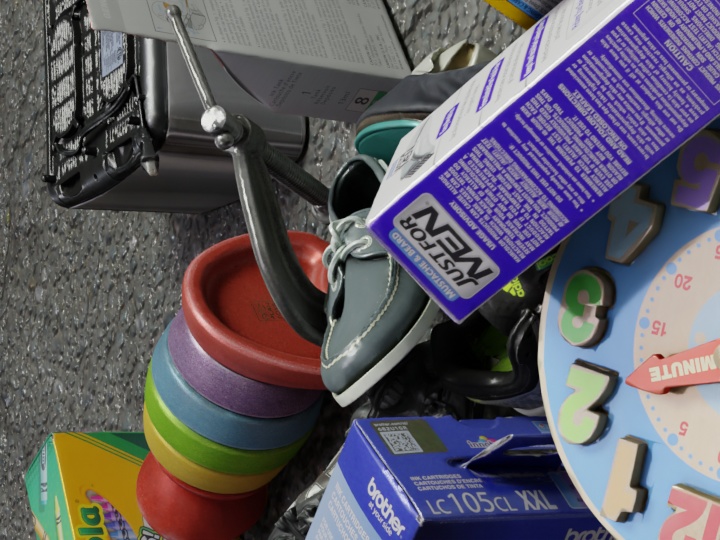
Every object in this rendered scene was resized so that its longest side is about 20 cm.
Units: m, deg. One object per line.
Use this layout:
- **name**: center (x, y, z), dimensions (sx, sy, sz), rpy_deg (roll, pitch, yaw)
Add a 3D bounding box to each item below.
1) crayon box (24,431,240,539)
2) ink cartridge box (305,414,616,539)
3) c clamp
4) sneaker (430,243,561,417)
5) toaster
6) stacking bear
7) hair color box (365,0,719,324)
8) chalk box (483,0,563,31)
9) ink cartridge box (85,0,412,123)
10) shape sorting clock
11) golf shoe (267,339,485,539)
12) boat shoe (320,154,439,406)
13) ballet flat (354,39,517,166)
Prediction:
- **crayon box**: center (-0.135, 0.201, 1.174), dimensions (0.058, 0.118, 0.201), rpy_deg (-53, 45, 42)
- **ink cartridge box**: center (0.044, 0.142, 0.864), dimensions (0.076, 0.136, 0.201), rpy_deg (52, 130, 46)
- **c clamp**: center (-0.032, -0.033, 0.986), dimensions (0.027, 0.200, 0.171), rpy_deg (-24, 64, 14)
- **sneaker**: center (0.097, 0.003, 0.837), dimensions (0.200, 0.087, 0.074), rpy_deg (-52, 45, 43)
- **toaster**: center (-0.128, -0.130, 1.199), dimensions (0.181, 0.118, 0.201), rpy_deg (-24, 66, 57)
- **stacking bear**: center (-0.080, 0.089, 1.113), dimensions (0.122, 0.113, 0.200), rpy_deg (63, 142, 40)
- **hair color box**: center (0.099, -0.076, 0.758), dimensions (0.200, 0.065, 0.109), rpy_deg (-38, 12, 22)
- **chalk box**: center (0.071, -0.223, 0.843), dimensions (0.124, 0.124, 0.200), rpy_deg (-41, 50, 23)
- **ink cartridge box**: center (-0.082, -0.164, 1.046), dimensions (0.050, 0.199, 0.161), rpy_deg (-55, 42, 41)
- **shape sorting clock**: center (0.156, 0.033, 0.738), dimensions (0.199, 0.039, 0.201), rpy_deg (3, 94, 38)
- **golf shoe**: center (0.015, 0.118, 0.972), dimensions (0.078, 0.094, 0.200), rpy_deg (38, 119, 10)
- **boat shoe**: center (0.000, 0.000, 0.926), dimensions (0.073, 0.062, 0.200), rpy_deg (-40, 15, 23)
- **ballet flat**: center (0.064, -0.084, 0.935), dimensions (0.200, 0.073, 0.073), rpy_deg (-179, 92, -65)
